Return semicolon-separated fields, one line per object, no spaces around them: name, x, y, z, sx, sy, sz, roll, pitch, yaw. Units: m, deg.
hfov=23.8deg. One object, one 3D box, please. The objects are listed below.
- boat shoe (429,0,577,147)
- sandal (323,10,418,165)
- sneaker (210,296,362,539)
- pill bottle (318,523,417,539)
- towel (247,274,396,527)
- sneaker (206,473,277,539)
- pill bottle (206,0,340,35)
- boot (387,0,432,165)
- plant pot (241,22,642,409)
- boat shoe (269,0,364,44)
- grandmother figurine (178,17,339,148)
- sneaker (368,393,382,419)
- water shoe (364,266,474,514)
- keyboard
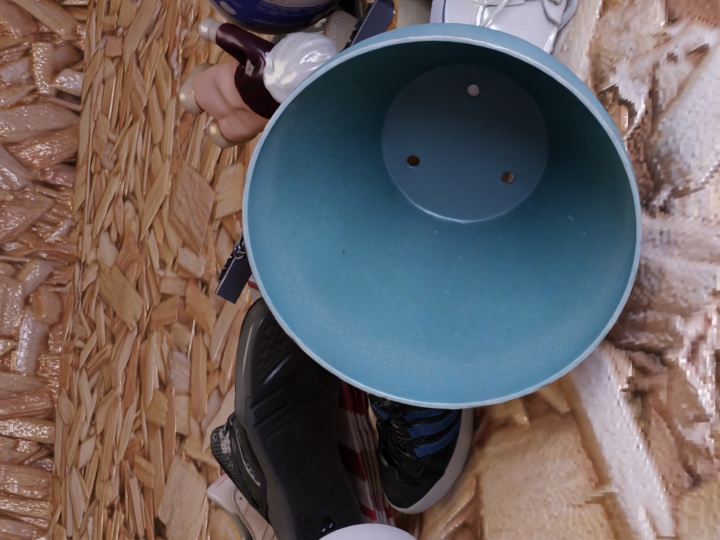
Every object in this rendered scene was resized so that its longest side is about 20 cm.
boat shoe;0.096;-0.173;0.975;0.086;0.075;0.202;-17;61;61
sandal;0.034;-0.099;1.181;0.070;0.078;0.212;-26;62;34
sneaker;-0.061;0.092;1.129;0.114;0.076;0.199;33;143;48
pill bottle;0.021;0.243;0.988;0.200;0.116;0.116;-113;33;-59
towel;-0.023;0.105;1.181;0.144;0.023;0.200;18;124;63
sneaker;-0.068;0.157;1.331;0.078;0.099;0.200;170;105;-72
pill bottle;-0.043;-0.235;1.130;0.200;0.120;0.120;154;121;-75
boot;0.009;-0.105;1.097;0.144;0.071;0.201;-53;12;19
plant pot;0.048;-0.046;0.908;0.135;0.200;0.200;-70;-5;-64
boat shoe;-0.032;-0.183;1.343;0.062;0.073;0.200;-56;15;29
grandmother figurine;-0.069;-0.134;1.217;0.061;0.121;0.200;-55;21;-17
sneaker;0.022;0.020;1.112;0.074;0.082;0.200;-105;26;-51
water shoe;0.030;0.069;1.052;0.072;0.079;0.200;47;132;40
keyboard;-0.034;-0.069;0.998;0.200;0.021;0.127;-61;6;13
